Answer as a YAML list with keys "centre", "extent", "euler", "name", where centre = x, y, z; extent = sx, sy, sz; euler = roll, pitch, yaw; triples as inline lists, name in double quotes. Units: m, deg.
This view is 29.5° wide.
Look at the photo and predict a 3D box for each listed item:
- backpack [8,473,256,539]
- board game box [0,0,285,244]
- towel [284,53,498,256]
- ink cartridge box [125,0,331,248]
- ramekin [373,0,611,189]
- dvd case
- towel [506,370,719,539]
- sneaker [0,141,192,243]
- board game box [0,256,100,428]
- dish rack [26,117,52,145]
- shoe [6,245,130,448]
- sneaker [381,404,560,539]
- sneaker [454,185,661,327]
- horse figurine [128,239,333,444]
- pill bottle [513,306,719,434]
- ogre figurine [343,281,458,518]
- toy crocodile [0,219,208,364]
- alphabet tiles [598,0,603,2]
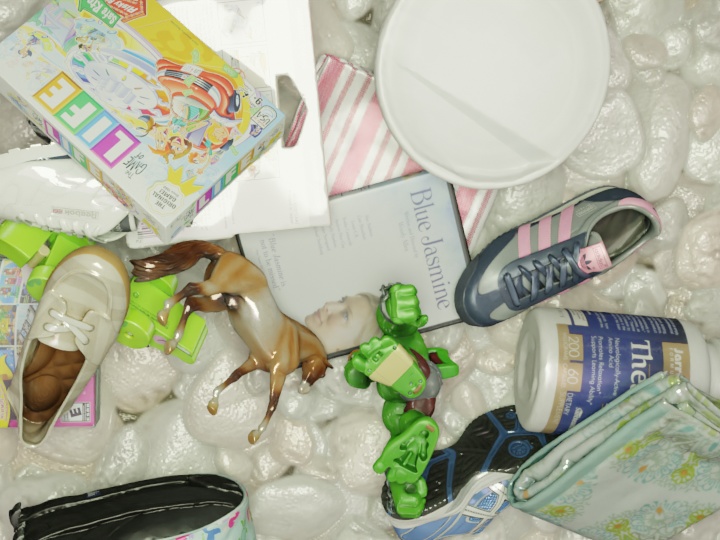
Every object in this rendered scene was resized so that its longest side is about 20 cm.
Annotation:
- centre: [-0.182, 0.250, 1.163]
  extent: [0.198, 0.177, 0.153]
  euler: [-17, 100, -14]
  name: "backpack"
- centre: [-0.174, -0.134, 1.060]
  extent: [0.200, 0.034, 0.134]
  euler: [41, 68, 10]
  name: "board game box"
- centre: [0.029, -0.091, 1.226]
  extent: [0.198, 0.030, 0.148]
  euler: [22, 93, -7]
  name: "towel"
- centre: [-0.120, -0.128, 1.149]
  extent: [0.174, 0.045, 0.203]
  euler: [-6, 99, -3]
  name: "ink cartridge box"
- centre: [0.104, -0.175, 1.160]
  extent: [0.199, 0.094, 0.205]
  euler: [-2, 102, -7]
  name: "ramekin"
- centre: [0.000, 0.000, 1.217]
  extent: [0.197, 0.018, 0.144]
  euler: [-15, 106, 0]
  name: "dvd case"
- centre: [0.251, 0.175, 1.187]
  extent: [0.170, 0.049, 0.200]
  euler: [28, 128, -31]
  name: "towel"
- centre: [-0.230, -0.059, 1.089]
  extent: [0.197, 0.076, 0.082]
  euler: [-10, 88, 0]
  name: "sneaker"
- centre: [-0.327, 0.061, 1.189]
  extent: [0.197, 0.064, 0.150]
  euler: [0, 94, -5]
  name: "board game box"
- centre: [-0.194, -0.180, 1.186]
  extent: [0.152, 0.055, 0.202]
  euler: [24, 94, -6]
  name: "dish rack"
- centre: [-0.235, 0.065, 1.091]
  extent: [0.069, 0.054, 0.201]
  euler: [20, 127, -14]
  name: "shoe"
- centre: [0.111, 0.188, 1.245]
  extent: [0.198, 0.076, 0.078]
  euler: [-22, 133, -11]
  name: "sneaker"
- centre: [0.175, -0.012, 1.202]
  extent: [0.199, 0.082, 0.071]
  euler: [-34, 112, -12]
  name: "sneaker"
- centre: [-0.103, 0.046, 1.148]
  extent: [0.201, 0.050, 0.133]
  euler: [54, 50, -17]
  name: "horse figurine"
- centre: [0.243, 0.095, 1.220]
  extent: [0.197, 0.111, 0.113]
  euler: [5, 94, -6]
  name: "pill bottle"
- centre: [0.037, 0.098, 1.178]
  extent: [0.097, 0.120, 0.202]
  euler: [-21, 106, 7]
  name: "ogre figurine"
- centre: [-0.217, 0.017, 1.139]
  extent: [0.199, 0.062, 0.068]
  euler: [30, 52, -19]
  name: "toy crocodile"
- centre: [0.205, -0.347, 1.231]
  extent: [0.165, 0.008, 0.202]
  euler: [-22, 96, -3]
  name: "alphabet tiles"
